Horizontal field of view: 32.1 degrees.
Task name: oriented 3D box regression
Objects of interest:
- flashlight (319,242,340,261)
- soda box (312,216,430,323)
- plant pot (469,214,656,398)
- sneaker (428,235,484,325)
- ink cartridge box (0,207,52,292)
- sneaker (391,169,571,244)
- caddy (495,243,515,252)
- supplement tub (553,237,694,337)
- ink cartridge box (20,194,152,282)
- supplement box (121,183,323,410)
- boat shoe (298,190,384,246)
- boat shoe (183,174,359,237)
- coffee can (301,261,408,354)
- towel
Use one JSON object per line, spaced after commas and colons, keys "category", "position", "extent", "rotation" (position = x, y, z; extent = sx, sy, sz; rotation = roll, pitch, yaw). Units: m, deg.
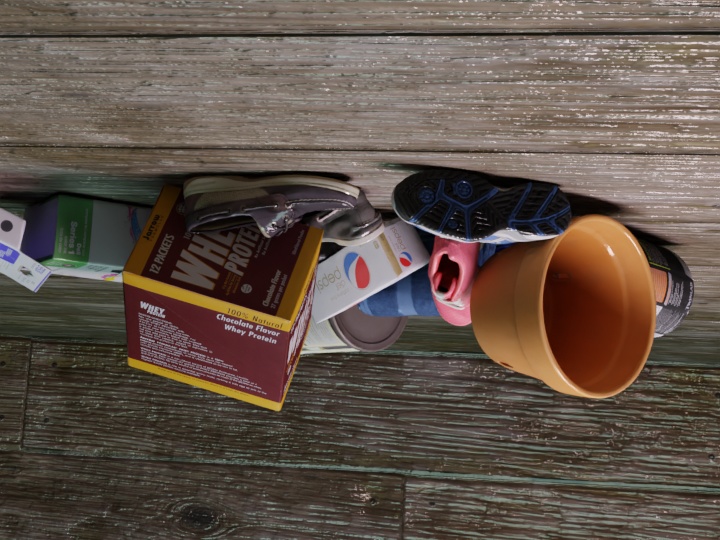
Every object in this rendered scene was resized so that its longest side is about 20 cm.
{"category": "flashlight", "position": [-0.086, -0.027, 1.667], "extent": [0.068, 0.068, 0.200], "rotation": [21, 160, -24]}
{"category": "soda box", "position": [0.000, 0.000, 1.578], "extent": [0.064, 0.068, 0.200], "rotation": [-26, 177, -38]}
{"category": "plant pot", "position": [0.220, 0.042, 1.417], "extent": [0.199, 0.201, 0.140], "rotation": [10, 171, -38]}
{"category": "sneaker", "position": [0.104, 0.009, 1.471], "extent": [0.073, 0.087, 0.201], "rotation": [17, 142, 17]}
{"category": "ink cartridge box", "position": [-0.457, -0.048, 1.488], "extent": [0.199, 0.044, 0.198], "rotation": [30, 163, -15]}
{"category": "sneaker", "position": [0.120, -0.057, 1.313], "extent": [0.199, 0.076, 0.077], "rotation": [8, 166, -23]}
{"category": "caddy", "position": [0.236, 0.021, 1.732], "extent": [0.141, 0.105, 0.200], "rotation": [29, 167, -8]}
{"category": "supplement tub", "position": [0.326, 0.015, 1.574], "extent": [0.122, 0.123, 0.200], "rotation": [-4, 169, 39]}
{"category": "ink cartridge box", "position": [-0.319, -0.035, 1.607], "extent": [0.199, 0.085, 0.145], "rotation": [8, 171, -31]}
{"category": "supplement box", "position": [-0.160, 0.034, 1.459], "extent": [0.196, 0.133, 0.200], "rotation": [16, 144, 4]}
{"category": "boat shoe", "position": [-0.048, -0.063, 1.463], "extent": [0.067, 0.057, 0.199], "rotation": [-35, -159, -35]}
{"category": "boat shoe", "position": [-0.099, -0.068, 1.364], "extent": [0.199, 0.065, 0.072], "rotation": [1, 170, 11]}
{"category": "coffee can", "position": [-0.044, 0.051, 1.876], "extent": [0.146, 0.147, 0.200], "rotation": [9, 170, -36]}
{"category": "towel", "position": [0.078, 0.003, 1.616], "extent": [0.199, 0.112, 0.048], "rotation": [-3, 171, 38]}
